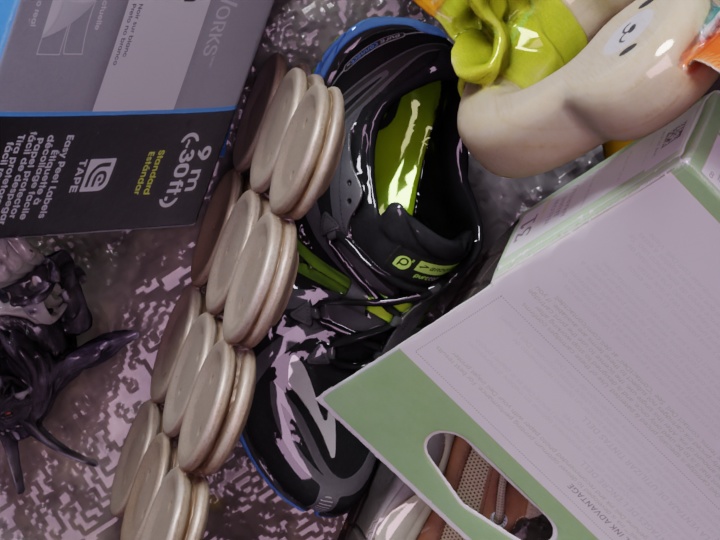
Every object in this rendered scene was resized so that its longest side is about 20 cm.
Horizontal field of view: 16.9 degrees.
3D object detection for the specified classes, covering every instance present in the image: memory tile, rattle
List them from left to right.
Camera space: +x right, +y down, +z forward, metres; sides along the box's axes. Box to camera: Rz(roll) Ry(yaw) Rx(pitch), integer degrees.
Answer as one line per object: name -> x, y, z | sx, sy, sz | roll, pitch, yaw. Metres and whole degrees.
memory tile -> -0.052, 0.018, 0.931 | 0.017, 0.153, 0.201 | 18, 96, -14
rattle -> 0.072, -0.109, 0.801 | 0.130, 0.200, 0.144 | -28, 104, -6

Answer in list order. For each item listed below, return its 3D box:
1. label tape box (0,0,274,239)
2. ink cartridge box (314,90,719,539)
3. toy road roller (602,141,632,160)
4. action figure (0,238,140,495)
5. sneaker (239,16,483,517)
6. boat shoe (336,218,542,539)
label tape box -> -0.079, -0.091, 0.888 | 0.066, 0.199, 0.144 | 34, 114, 33
ink cartridge box -> 0.100, 0.040, 0.882 | 0.145, 0.048, 0.200 | 43, 134, -15
toy road roller -> 0.187, -0.009, 0.918 | 0.198, 0.146, 0.124 | -10, 92, 3
action figure -> -0.167, -0.003, 0.960 | 0.118, 0.102, 0.201 | -20, 92, 19
sneaker -> 0.000, 0.000, 0.955 | 0.070, 0.083, 0.201 | 12, 94, -32
boat shoe -> 0.055, 0.064, 0.962 | 0.071, 0.076, 0.201 | 23, 113, -7
